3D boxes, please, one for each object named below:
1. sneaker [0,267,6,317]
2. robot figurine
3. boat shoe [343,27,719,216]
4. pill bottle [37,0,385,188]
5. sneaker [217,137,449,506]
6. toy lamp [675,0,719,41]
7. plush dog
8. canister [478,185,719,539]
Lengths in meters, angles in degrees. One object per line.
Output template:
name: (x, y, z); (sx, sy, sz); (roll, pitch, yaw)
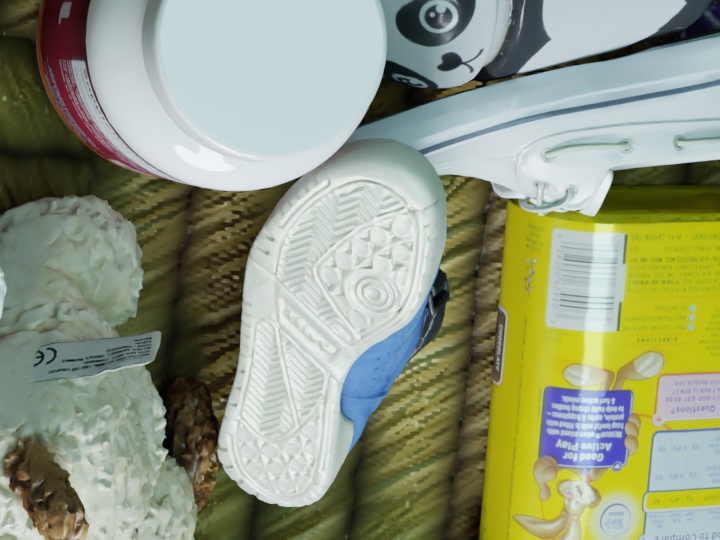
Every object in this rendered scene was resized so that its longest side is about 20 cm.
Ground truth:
sneaker: (-0.175, -0.010, 1.116); (0.076, 0.080, 0.200); (38, 50, -60)
robot figurine: (0.077, -0.147, 1.214); (0.200, 0.125, 0.150); (-15, 110, -22)
boat shoe: (0.090, -0.055, 1.233); (0.200, 0.074, 0.067); (-14, 93, -4)
pill bottle: (-0.057, -0.090, 1.105); (0.113, 0.200, 0.113); (-1, 95, -16)
sneaker: (-0.001, 0.000, 1.202); (0.077, 0.111, 0.200); (22, 132, 6)
toy lamp: (0.208, -0.042, 1.276); (0.058, 0.200, 0.058); (-24, 150, -15)
plush dog: (-0.128, 0.095, 1.185); (0.200, 0.160, 0.172); (-42, 142, -9)
canister: (0.128, 0.065, 1.320); (0.148, 0.087, 0.200); (-1, 103, -25)
